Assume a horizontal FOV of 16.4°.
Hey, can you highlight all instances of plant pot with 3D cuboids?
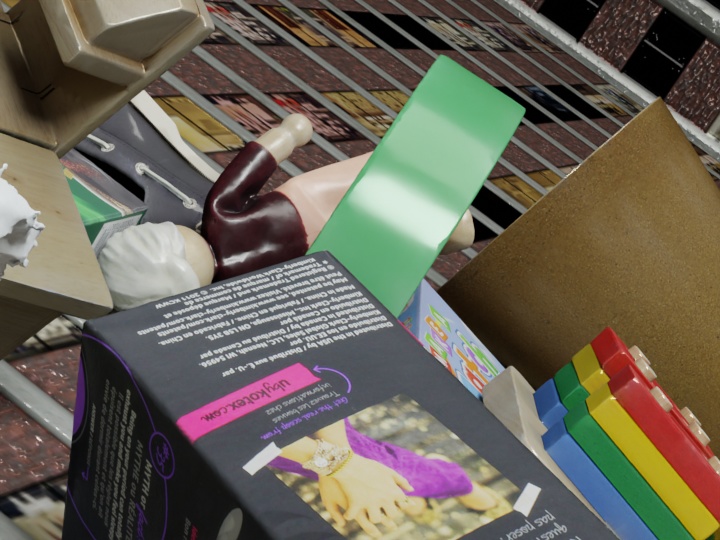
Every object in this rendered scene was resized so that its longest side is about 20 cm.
[{"bbox_3d":[0.176,0.030,1.514,0.200,0.186,0.186,49,15,3],"label":"plant pot"}]

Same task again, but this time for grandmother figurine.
[{"bbox_3d":[-0.038,-0.013,1.231,0.199,0.122,0.060,-14,2,-32],"label":"grandmother figurine"}]

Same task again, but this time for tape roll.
[{"bbox_3d":[0.000,0.000,1.108,0.048,0.201,0.200,32,14,0],"label":"tape roll"}]

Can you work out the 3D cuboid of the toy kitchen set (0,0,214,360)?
[{"bbox_3d":[-0.173,-0.086,0.938,0.180,0.163,0.201,19,41,-54],"label":"toy kitchen set"}]

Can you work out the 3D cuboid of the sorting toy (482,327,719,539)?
[{"bbox_3d":[0.142,0.119,1.058,0.199,0.070,0.200,50,5,-4],"label":"sorting toy"}]

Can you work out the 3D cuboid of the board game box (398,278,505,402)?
[{"bbox_3d":[0.081,0.105,1.188,0.200,0.037,0.151,47,12,-10],"label":"board game box"}]

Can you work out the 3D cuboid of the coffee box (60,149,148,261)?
[{"bbox_3d":[-0.184,-0.039,1.149,0.123,0.044,0.200,37,14,10],"label":"coffee box"}]

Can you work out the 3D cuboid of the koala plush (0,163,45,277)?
[{"bbox_3d":[-0.189,0.023,0.600,0.177,0.200,0.184,29,14,-16],"label":"koala plush"}]

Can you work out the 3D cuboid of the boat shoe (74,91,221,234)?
[{"bbox_3d":[-0.099,-0.023,1.308,0.063,0.073,0.200,-32,65,-27],"label":"boat shoe"}]

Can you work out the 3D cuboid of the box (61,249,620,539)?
[{"bbox_3d":[-0.006,0.104,0.845,0.106,0.123,0.200,-16,44,-31],"label":"box"}]
